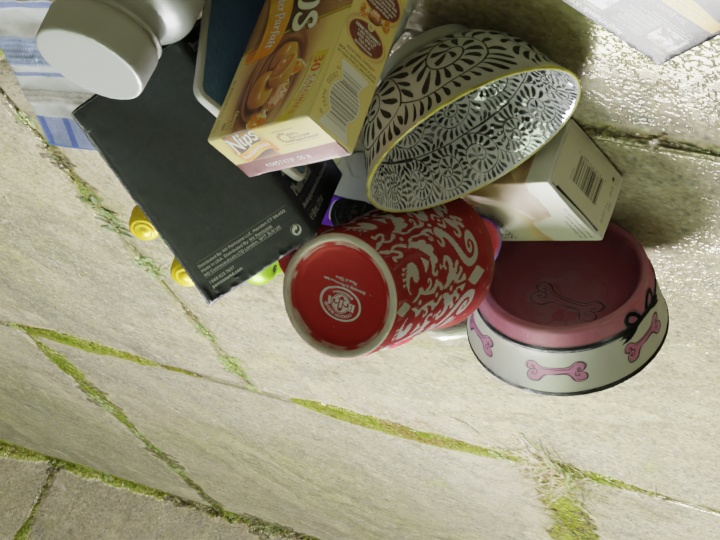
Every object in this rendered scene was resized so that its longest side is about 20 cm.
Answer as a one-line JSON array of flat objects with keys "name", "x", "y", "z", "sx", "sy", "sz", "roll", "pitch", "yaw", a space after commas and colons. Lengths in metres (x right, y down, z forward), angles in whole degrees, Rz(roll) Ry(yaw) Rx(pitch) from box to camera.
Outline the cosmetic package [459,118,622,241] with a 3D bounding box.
[{"name": "cosmetic package", "x": 0.134, "y": -0.082, "z": 1.388, "sx": 0.199, "sy": 0.071, "sz": 0.105, "roll": -1, "pitch": 148, "yaw": 45}]

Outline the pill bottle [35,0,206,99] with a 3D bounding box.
[{"name": "pill bottle", "x": -0.168, "y": -0.239, "z": 1.135, "sx": 0.114, "sy": 0.201, "sz": 0.114, "roll": 20, "pitch": 159, "yaw": 8}]

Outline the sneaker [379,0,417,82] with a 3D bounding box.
[{"name": "sneaker", "x": -0.013, "y": -0.180, "z": 1.278, "sx": 0.075, "sy": 0.089, "sz": 0.200, "roll": 23, "pitch": 159, "yaw": -5}]

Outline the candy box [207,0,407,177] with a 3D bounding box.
[{"name": "candy box", "x": -0.033, "y": -0.176, "z": 1.140, "sx": 0.115, "sy": 0.201, "sz": 0.055, "roll": -7, "pitch": 143, "yaw": 43}]

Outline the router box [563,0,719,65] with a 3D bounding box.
[{"name": "router box", "x": 0.184, "y": -0.233, "z": 1.004, "sx": 0.199, "sy": 0.052, "sz": 0.157, "roll": 30, "pitch": 158, "yaw": -18}]

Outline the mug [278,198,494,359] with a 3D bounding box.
[{"name": "mug", "x": 0.005, "y": 0.011, "z": 1.306, "sx": 0.177, "sy": 0.134, "sz": 0.200, "roll": -14, "pitch": -176, "yaw": 26}]

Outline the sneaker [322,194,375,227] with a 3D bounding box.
[{"name": "sneaker", "x": 0.021, "y": -0.008, "z": 1.492, "sx": 0.099, "sy": 0.070, "sz": 0.200, "roll": 2, "pitch": 152, "yaw": 34}]

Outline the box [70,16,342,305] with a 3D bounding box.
[{"name": "box", "x": -0.125, "y": -0.108, "z": 1.280, "sx": 0.199, "sy": 0.123, "sz": 0.200, "roll": 54, "pitch": -165, "yaw": -12}]

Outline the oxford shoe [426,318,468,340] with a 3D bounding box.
[{"name": "oxford shoe", "x": 0.162, "y": 0.038, "z": 1.520, "sx": 0.075, "sy": 0.199, "sz": 0.058, "roll": -119, "pitch": 14, "yaw": -48}]

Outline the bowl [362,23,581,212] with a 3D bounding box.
[{"name": "bowl", "x": 0.075, "y": -0.143, "z": 1.226, "sx": 0.094, "sy": 0.200, "sz": 0.201, "roll": 62, "pitch": 168, "yaw": 19}]

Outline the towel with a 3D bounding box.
[{"name": "towel", "x": -0.313, "y": -0.206, "z": 1.511, "sx": 0.146, "sy": 0.024, "sz": 0.201, "roll": 9, "pitch": 134, "yaw": 35}]

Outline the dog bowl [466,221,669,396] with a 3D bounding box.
[{"name": "dog bowl", "x": 0.199, "y": 0.025, "z": 1.429, "sx": 0.199, "sy": 0.200, "sz": 0.074, "roll": 12, "pitch": 137, "yaw": 24}]

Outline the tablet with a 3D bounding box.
[{"name": "tablet", "x": -0.088, "y": -0.178, "z": 1.227, "sx": 0.014, "sy": 0.201, "sz": 0.130, "roll": -28, "pitch": 132, "yaw": 29}]

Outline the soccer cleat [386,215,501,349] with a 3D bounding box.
[{"name": "soccer cleat", "x": 0.075, "y": 0.006, "z": 1.440, "sx": 0.067, "sy": 0.076, "sz": 0.200, "roll": 49, "pitch": 128, "yaw": 9}]

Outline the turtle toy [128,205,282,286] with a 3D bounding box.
[{"name": "turtle toy", "x": -0.165, "y": -0.058, "z": 1.650, "sx": 0.101, "sy": 0.146, "sz": 0.200, "roll": -22, "pitch": 124, "yaw": 28}]

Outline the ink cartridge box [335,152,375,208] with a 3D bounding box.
[{"name": "ink cartridge box", "x": 0.067, "y": -0.044, "z": 1.549, "sx": 0.116, "sy": 0.067, "sz": 0.200, "roll": 2, "pitch": 151, "yaw": 43}]
